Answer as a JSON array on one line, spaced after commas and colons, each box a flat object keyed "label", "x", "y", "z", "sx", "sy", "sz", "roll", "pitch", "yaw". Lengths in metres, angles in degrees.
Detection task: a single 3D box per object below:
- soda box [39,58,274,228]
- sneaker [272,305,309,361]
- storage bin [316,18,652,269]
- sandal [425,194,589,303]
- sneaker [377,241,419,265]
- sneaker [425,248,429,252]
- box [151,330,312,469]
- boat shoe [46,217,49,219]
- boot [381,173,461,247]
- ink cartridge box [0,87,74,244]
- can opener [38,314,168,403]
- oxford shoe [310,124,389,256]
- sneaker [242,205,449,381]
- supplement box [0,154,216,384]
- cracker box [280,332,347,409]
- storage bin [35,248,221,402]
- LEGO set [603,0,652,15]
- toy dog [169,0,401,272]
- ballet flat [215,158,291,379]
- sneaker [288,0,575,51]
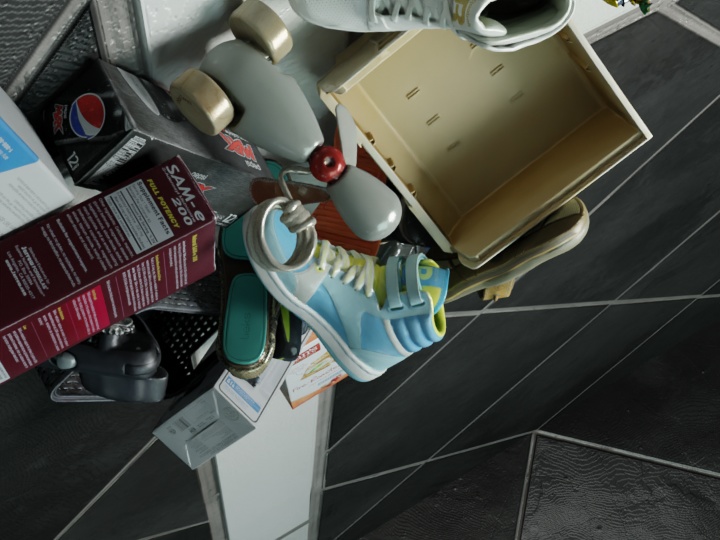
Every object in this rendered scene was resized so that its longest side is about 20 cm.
[{"label": "soda box", "x": -0.148, "y": -0.091, "z": 0.887, "sx": 0.063, "sy": 0.071, "sz": 0.200, "roll": -36, "pitch": 159, "yaw": 17}, {"label": "sneaker", "x": -0.047, "y": 0.021, "z": 1.136, "sx": 0.200, "sy": 0.081, "sz": 0.074, "roll": -79, "pitch": -173, "yaw": -56}, {"label": "storage bin", "x": 0.097, "y": -0.138, "z": 0.968, "sx": 0.198, "sy": 0.200, "sz": 0.094, "roll": -38, "pitch": -157, "yaw": 8}, {"label": "sandal", "x": 0.126, "y": -0.008, "z": 1.028, "sx": 0.199, "sy": 0.081, "sz": 0.054, "roll": -22, "pitch": 129, "yaw": 41}, {"label": "sneaker", "x": 0.052, "y": -0.077, "z": 1.235, "sx": 0.200, "sy": 0.082, "sz": 0.073, "roll": -52, "pitch": 153, "yaw": -9}, {"label": "sneaker", "x": 0.127, "y": -0.070, "z": 1.299, "sx": 0.200, "sy": 0.071, "sz": 0.083, "roll": -57, "pitch": 171, "yaw": -49}, {"label": "box", "x": -0.123, "y": 0.100, "z": 1.203, "sx": 0.117, "sy": 0.060, "sz": 0.200, "roll": -36, "pitch": -164, "yaw": 36}, {"label": "boat shoe", "x": -0.277, "y": 0.001, "z": 0.899, "sx": 0.199, "sy": 0.071, "sz": 0.064, "roll": -27, "pitch": 159, "yaw": -16}, {"label": "boot", "x": 0.058, "y": -0.112, "z": 1.128, "sx": 0.073, "sy": 0.201, "sz": 0.150, "roll": 19, "pitch": 169, "yaw": -21}, {"label": "ink cartridge box", "x": -0.306, "y": -0.047, "z": 0.729, "sx": 0.200, "sy": 0.084, "sz": 0.145, "roll": -33, "pitch": 161, "yaw": -4}, {"label": "can opener", "x": -0.253, "y": 0.060, "z": 0.934, "sx": 0.063, "sy": 0.199, "sz": 0.079, "roll": -58, "pitch": 159, "yaw": -75}, {"label": "oxford shoe", "x": -0.005, "y": -0.058, "z": 1.079, "sx": 0.073, "sy": 0.071, "sz": 0.201, "roll": -21, "pitch": 129, "yaw": -81}, {"label": "sneaker", "x": 0.000, "y": 0.000, "z": 0.992, "sx": 0.130, "sy": 0.080, "sz": 0.200, "roll": -25, "pitch": 123, "yaw": 29}, {"label": "supplement box", "x": -0.202, "y": 0.005, "z": 0.820, "sx": 0.199, "sy": 0.061, "sz": 0.109, "roll": -28, "pitch": 166, "yaw": -17}, {"label": "cracker box", "x": -0.050, "y": 0.093, "z": 1.462, "sx": 0.134, "sy": 0.058, "sz": 0.200, "roll": -31, "pitch": 159, "yaw": -11}, {"label": "storage bin", "x": -0.205, "y": 0.044, "z": 1.071, "sx": 0.135, "sy": 0.094, "sz": 0.200, "roll": -41, "pitch": 158, "yaw": 18}, {"label": "LEGO set", "x": 0.122, "y": -0.252, "z": 0.771, "sx": 0.116, "sy": 0.201, "sz": 0.154, "roll": -32, "pitch": 165, "yaw": 1}, {"label": "toy dog", "x": -0.061, "y": -0.101, "z": 0.875, "sx": 0.131, "sy": 0.201, "sz": 0.096, "roll": -26, "pitch": -173, "yaw": -15}, {"label": "ballet flat", "x": -0.098, "y": 0.002, "z": 1.054, "sx": 0.067, "sy": 0.201, "sz": 0.075, "roll": 5, "pitch": 166, "yaw": 0}, {"label": "sneaker", "x": 0.051, "y": -0.198, "z": 0.821, "sx": 0.199, "sy": 0.116, "sz": 0.074, "roll": -4, "pitch": 113, "yaw": -8}]
